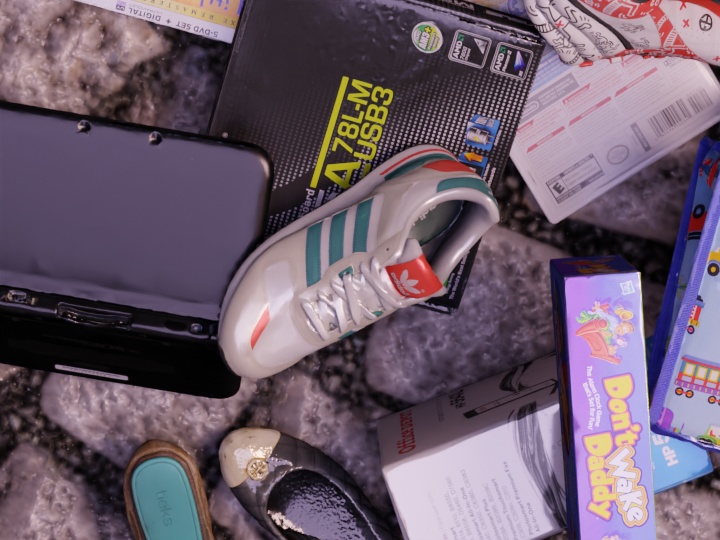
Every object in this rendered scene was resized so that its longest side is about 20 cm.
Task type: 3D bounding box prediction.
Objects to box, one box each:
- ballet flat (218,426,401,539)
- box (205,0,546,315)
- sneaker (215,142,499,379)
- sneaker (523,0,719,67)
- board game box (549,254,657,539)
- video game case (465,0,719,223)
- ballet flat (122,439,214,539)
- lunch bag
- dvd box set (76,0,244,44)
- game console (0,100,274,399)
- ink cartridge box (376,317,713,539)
[{"bbox_3d":[-0.015,0.177,1.607,0.200,0.057,0.066,43,96,-8],"label":"ballet flat"},{"bbox_3d":[-0.001,-0.090,1.545,0.191,0.048,0.201,15,109,-9],"label":"box"},{"bbox_3d":[0.001,0.000,1.476,0.199,0.093,0.071,-37,119,-11],"label":"sneaker"},{"bbox_3d":[0.191,-0.162,1.524,0.107,0.200,0.068,-21,63,39],"label":"sneaker"},{"bbox_3d":[0.143,0.097,1.408,0.044,0.134,0.202,-4,95,2],"label":"board game box"},{"bbox_3d":[0.134,-0.152,1.568,0.143,0.018,0.201,-31,99,5],"label":"video game case"},{"bbox_3d":[-0.119,0.206,1.603,0.067,0.072,0.202,-12,101,1],"label":"ballet flat"},{"bbox_3d":[0.260,0.034,1.444,0.149,0.094,0.202,14,91,-4],"label":"lunch bag"},{"bbox_3d":[-0.101,-0.254,1.539,0.145,0.029,0.202,16,100,-5],"label":"dvd box set"},{"bbox_3d":[-0.164,-0.009,1.548,0.198,0.176,0.117,10,68,-2],"label":"game console"},{"bbox_3d":[0.114,0.113,1.551,0.198,0.146,0.085,-21,99,2],"label":"ink cartridge box"}]
